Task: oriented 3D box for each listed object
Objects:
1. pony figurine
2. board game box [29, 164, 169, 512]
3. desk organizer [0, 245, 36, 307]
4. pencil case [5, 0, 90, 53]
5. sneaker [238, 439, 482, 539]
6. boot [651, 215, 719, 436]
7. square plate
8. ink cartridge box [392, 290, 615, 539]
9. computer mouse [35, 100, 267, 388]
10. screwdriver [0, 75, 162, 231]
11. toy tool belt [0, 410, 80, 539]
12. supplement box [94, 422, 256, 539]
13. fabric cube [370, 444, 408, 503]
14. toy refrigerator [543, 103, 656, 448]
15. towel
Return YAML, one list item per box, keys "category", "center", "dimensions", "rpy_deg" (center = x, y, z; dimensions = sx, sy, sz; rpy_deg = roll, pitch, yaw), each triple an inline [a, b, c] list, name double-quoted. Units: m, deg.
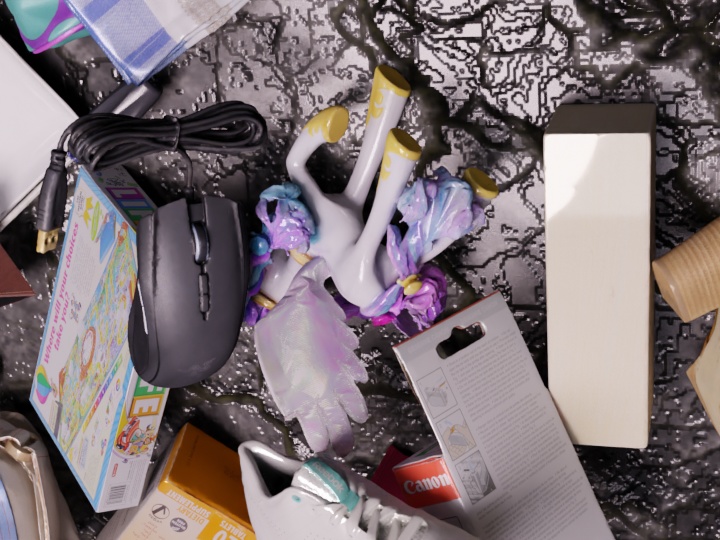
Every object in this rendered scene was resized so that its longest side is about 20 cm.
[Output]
- category: "pony figurine"
  center: [0.000, 0.000, 0.799]
  dimensions: [0.194, 0.165, 0.201]
  rpy_deg: [52, 124, 28]
- category: "board game box"
  center: [-0.176, 0.046, 0.872]
  dimensions: [0.134, 0.034, 0.202]
  rpy_deg: [44, 125, 42]
- category: "desk organizer"
  center: [-0.332, 0.024, 0.900]
  dimensions: [0.199, 0.072, 0.077]
  rpy_deg: [-16, 115, 39]
- category: "pencil case"
  center: [-0.211, -0.244, 0.784]
  dimensions: [0.092, 0.085, 0.202]
  rpy_deg: [-2, 115, 51]
- category: "sneaker"
  center: [-0.004, 0.145, 0.702]
  dimensions: [0.199, 0.075, 0.089]
  rpy_deg: [8, 128, 45]
- category: "boot"
  center: [0.271, 0.034, 0.764]
  dimensions: [0.143, 0.071, 0.202]
  rpy_deg: [-26, 122, 3]
- category: "square plate"
  center: [-0.317, -0.117, 0.897]
  dimensions: [0.198, 0.028, 0.200]
  rpy_deg: [-39, 96, 25]
- category: "ink cartridge box"
  center: [0.080, 0.126, 0.756]
  dimensions: [0.050, 0.108, 0.202]
  rpy_deg: [-25, 89, 47]
- category: "computer mouse"
  center: [-0.125, -0.002, 0.747]
  dimensions: [0.139, 0.046, 0.202]
  rpy_deg: [-4, 121, -30]
- category: "screwdriver"
  center: [-0.208, -0.066, 0.856]
  dimensions: [0.200, 0.029, 0.028]
  rpy_deg: [-42, 126, 17]
- category: "toy tool belt"
  center: [-0.296, 0.159, 0.921]
  dimensions: [0.124, 0.123, 0.202]
  rpy_deg: [-24, 89, 35]
- category: "supplement box"
  center: [-0.137, 0.230, 0.941]
  dimensions: [0.125, 0.074, 0.201]
  rpy_deg: [33, 116, -12]
- category: "fabric cube"
  center: [0.044, 0.283, 0.853]
  dimensions: [0.198, 0.200, 0.198]
  rpy_deg: [28, 116, 6]
- category: "toy refrigerator"
  center: [0.148, 0.003, 0.781]
  dimensions: [0.069, 0.076, 0.202]
  rpy_deg: [1, 111, 16]
- category: "towel"
  center: [-0.103, -0.225, 0.747]
  dimensions: [0.199, 0.024, 0.147]
  rpy_deg: [-38, 102, 0]
